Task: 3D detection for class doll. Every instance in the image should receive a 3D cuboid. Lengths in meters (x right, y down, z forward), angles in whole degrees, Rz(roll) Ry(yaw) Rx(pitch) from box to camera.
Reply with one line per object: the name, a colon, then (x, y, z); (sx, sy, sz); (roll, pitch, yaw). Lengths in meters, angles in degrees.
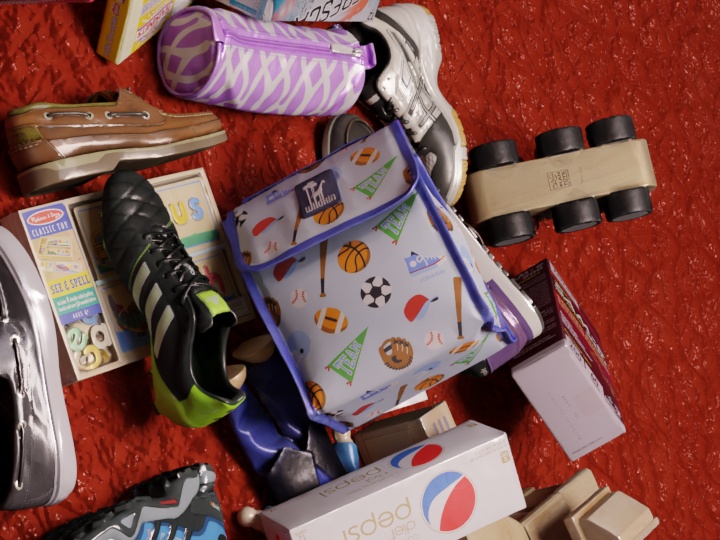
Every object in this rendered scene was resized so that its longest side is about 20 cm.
doll: (-0.053, 0.156, 1.339); (0.136, 0.048, 0.200); (-45, 112, -38)

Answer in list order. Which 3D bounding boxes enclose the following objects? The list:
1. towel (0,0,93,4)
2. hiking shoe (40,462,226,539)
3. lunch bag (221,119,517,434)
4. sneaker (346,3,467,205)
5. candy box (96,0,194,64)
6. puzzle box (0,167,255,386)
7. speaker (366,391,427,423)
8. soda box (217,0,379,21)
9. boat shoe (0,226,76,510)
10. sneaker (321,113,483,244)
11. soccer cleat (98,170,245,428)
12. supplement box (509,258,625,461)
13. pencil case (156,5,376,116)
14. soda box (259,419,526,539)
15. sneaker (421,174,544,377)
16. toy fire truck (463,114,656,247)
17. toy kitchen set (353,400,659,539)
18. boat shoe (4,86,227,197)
towel: (-0.204, -0.248, 1.266); (0.200, 0.144, 0.023); (-53, 136, -45)
hiking shoe: (-0.159, 0.204, 1.179); (0.200, 0.074, 0.087); (-24, 92, -50)
lunch bag: (0.000, 0.000, 1.319); (0.200, 0.170, 0.124); (65, 7, 19)
sneaker: (0.036, -0.150, 1.560); (0.088, 0.076, 0.200); (-8, 77, -34)
candy box: (-0.145, -0.256, 1.367); (0.026, 0.102, 0.200); (31, 44, 7)
puzzle box: (-0.173, 0.000, 1.284); (0.200, 0.025, 0.133); (-20, 90, -50)
speaker: (-0.008, 0.028, 1.416); (0.081, 0.081, 0.200); (-11, 83, -50)
soda box: (-0.051, -0.256, 1.451); (0.200, 0.068, 0.064); (-16, 129, -60)
boat shoe: (-0.251, 0.068, 1.142); (0.066, 0.070, 0.201); (-12, 92, -51)
sneaker: (0.043, -0.057, 1.488); (0.075, 0.106, 0.200); (-24, 94, -50)
soccer cleat: (-0.135, 0.016, 1.237); (0.067, 0.081, 0.200); (-14, 86, -50)
supplement box: (0.186, 0.080, 1.566); (0.109, 0.061, 0.200); (54, 13, -19)
pencil case: (-0.078, -0.176, 1.417); (0.200, 0.085, 0.084); (-2, 81, -48)
soda box: (0.027, 0.188, 1.317); (0.200, 0.064, 0.068); (-21, 104, -23)
sneaker: (0.057, -0.001, 1.390); (0.088, 0.076, 0.200); (-39, 80, -12)
toy fire truck: (0.186, -0.088, 1.656); (0.200, 0.176, 0.129); (87, -9, -81)
toy kitchen set: (0.142, 0.175, 1.462); (0.200, 0.163, 0.181); (-28, 96, -50)
boat shoe: (-0.182, -0.110, 1.282); (0.200, 0.072, 0.068); (-18, 89, -50)
